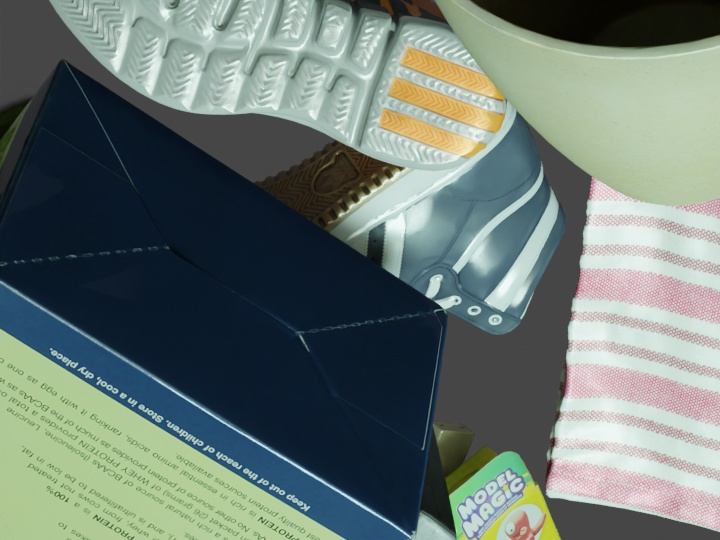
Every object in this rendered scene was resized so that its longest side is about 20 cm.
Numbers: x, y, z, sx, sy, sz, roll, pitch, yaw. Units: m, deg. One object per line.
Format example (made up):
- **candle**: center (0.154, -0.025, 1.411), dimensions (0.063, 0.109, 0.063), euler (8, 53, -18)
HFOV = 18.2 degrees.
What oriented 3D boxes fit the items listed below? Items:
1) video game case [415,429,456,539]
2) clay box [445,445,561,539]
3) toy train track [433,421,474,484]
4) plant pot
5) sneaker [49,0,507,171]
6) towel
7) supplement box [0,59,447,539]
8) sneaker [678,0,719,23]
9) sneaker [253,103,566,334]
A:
- **video game case**: center (-0.032, 0.131, 0.994), dimensions (0.025, 0.200, 0.181), euler (36, 104, -16)
- **clay box**: center (0.053, 0.177, 1.109), dimensions (0.115, 0.048, 0.201), euler (-37, 129, -16)
- **toy train track**: center (0.005, 0.163, 1.120), dimensions (0.114, 0.032, 0.201), euler (9, 108, -40)
- **plant pot**: center (0.114, -0.111, 0.843), dimensions (0.186, 0.188, 0.200), euler (-27, 153, -1)
- **sneaker**: center (-0.036, -0.098, 0.925), dimensions (0.199, 0.112, 0.078), euler (25, 100, -5)
- **towel**: center (0.167, 0.036, 1.057), dimensions (0.145, 0.030, 0.201), euler (13, 118, 14)
- **supplement box**: center (-0.105, 0.066, 0.916), dimensions (0.199, 0.135, 0.200), euler (33, 126, -16)
- **sneaker**: center (0.192, -0.168, 0.970), dimensions (0.079, 0.074, 0.201), euler (27, 108, -34)
- **sneaker**: center (0.000, 0.000, 1.006), dimensions (0.199, 0.070, 0.109), euler (-32, 127, 6)
